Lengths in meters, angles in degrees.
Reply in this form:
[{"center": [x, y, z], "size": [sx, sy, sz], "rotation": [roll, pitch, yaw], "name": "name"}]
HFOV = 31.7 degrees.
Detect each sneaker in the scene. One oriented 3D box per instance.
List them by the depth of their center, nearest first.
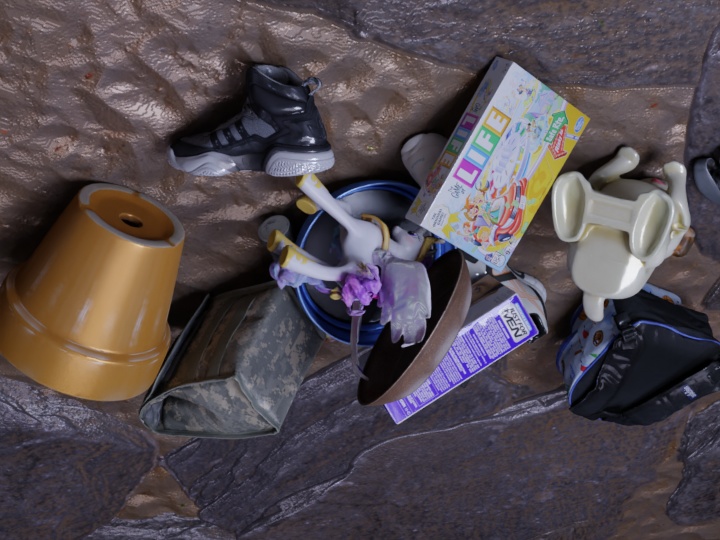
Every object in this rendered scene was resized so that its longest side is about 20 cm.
[{"center": [-0.118, -0.158, 1.329], "size": [0.200, 0.075, 0.114], "rotation": [4, 101, 29], "name": "sneaker"}, {"center": [0.126, -0.081, 1.465], "size": [0.200, 0.080, 0.070], "rotation": [27, 125, -37], "name": "sneaker"}, {"center": [0.169, 0.027, 1.595], "size": [0.200, 0.080, 0.074], "rotation": [26, 129, -32], "name": "sneaker"}]

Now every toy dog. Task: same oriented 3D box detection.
[{"center": [0.325, -0.045, 1.480], "size": [0.139, 0.200, 0.194], "rotation": [6, 106, 30], "name": "toy dog"}]

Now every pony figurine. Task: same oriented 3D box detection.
[{"center": [0.000, 0.000, 1.371], "size": [0.200, 0.193, 0.167], "rotation": [22, 152, -24], "name": "pony figurine"}]

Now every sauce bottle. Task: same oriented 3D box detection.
[{"center": [-0.068, 0.009, 1.535], "size": [0.066, 0.066, 0.200], "rotation": [-18, 136, 8], "name": "sauce bottle"}]

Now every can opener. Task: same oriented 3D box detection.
[{"center": [0.477, -0.089, 1.567], "size": [0.067, 0.053, 0.200], "rotation": [-1, 152, 42], "name": "can opener"}]

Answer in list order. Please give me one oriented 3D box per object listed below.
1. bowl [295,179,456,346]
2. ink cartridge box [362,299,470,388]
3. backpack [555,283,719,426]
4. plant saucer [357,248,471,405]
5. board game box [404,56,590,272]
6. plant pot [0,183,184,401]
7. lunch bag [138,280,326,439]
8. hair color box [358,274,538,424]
[{"center": [0.014, -0.011, 1.483], "size": [0.200, 0.039, 0.201], "rotation": [-6, 110, -18], "name": "bowl"}, {"center": [0.075, 0.070, 1.592], "size": [0.200, 0.044, 0.094], "rotation": [27, 97, -33], "name": "ink cartridge box"}, {"center": [0.353, 0.111, 1.676], "size": [0.200, 0.154, 0.191], "rotation": [21, 122, -24], "name": "backpack"}, {"center": [0.066, 0.069, 1.385], "size": [0.037, 0.200, 0.200], "rotation": [33, 126, -12], "name": "plant saucer"}, {"center": [0.152, -0.114, 1.390], "size": [0.134, 0.034, 0.200], "rotation": [27, 94, -36], "name": "board game box"}, {"center": [-0.287, 0.012, 1.408], "size": [0.200, 0.200, 0.183], "rotation": [16, 117, -27], "name": "plant pot"}, {"center": [-0.167, 0.111, 1.515], "size": [0.200, 0.164, 0.118], "rotation": [-13, 126, 36], "name": "lunch bag"}, {"center": [0.100, 0.091, 1.508], "size": [0.200, 0.109, 0.065], "rotation": [-31, 107, -5], "name": "hair color box"}]
